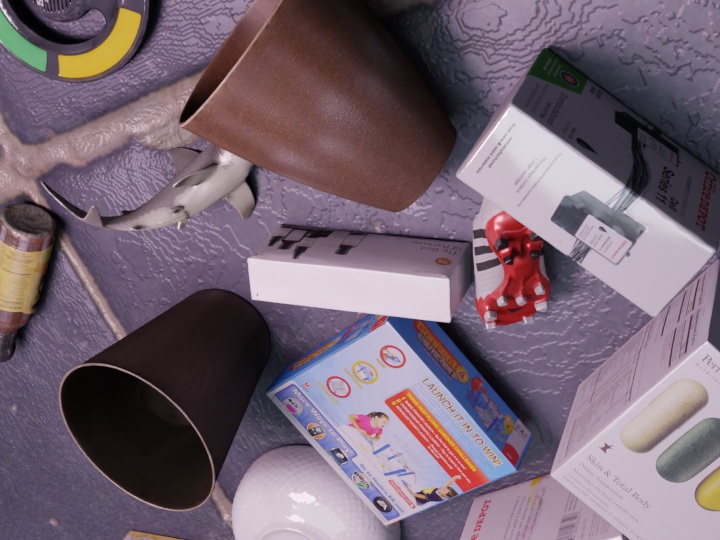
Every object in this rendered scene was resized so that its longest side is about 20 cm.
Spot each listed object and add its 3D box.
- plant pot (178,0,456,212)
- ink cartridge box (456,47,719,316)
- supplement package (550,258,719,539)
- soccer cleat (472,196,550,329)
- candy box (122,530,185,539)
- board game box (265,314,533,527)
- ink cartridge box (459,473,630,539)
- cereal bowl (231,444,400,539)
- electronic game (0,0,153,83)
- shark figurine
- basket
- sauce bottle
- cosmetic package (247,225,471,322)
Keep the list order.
[{"bbox_3d":[-0.021,-0.144,1.002,0.200,0.187,0.187,34,126,-17],"label":"plant pot"},{"bbox_3d":[0.196,-0.075,0.957,0.200,0.147,0.083,36,124,-1],"label":"ink cartridge box"},{"bbox_3d":[0.299,0.130,1.026,0.152,0.151,0.200,39,124,-2],"label":"supplement package"},{"bbox_3d":[0.133,-0.017,1.051,0.069,0.085,0.200,-10,149,1],"label":"soccer cleat"},{"bbox_3d":[-0.200,0.395,1.429,0.200,0.056,0.117,4,118,18],"label":"candy box"},{"bbox_3d":[0.037,0.147,1.182,0.196,0.056,0.200,-32,102,40],"label":"board game box"},{"bbox_3d":[0.214,0.296,1.155,0.200,0.147,0.145,-24,107,31],"label":"ink cartridge box"},{"bbox_3d":[-0.059,0.300,1.304,0.200,0.083,0.200,9,121,16],"label":"cereal bowl"},{"bbox_3d":[-0.287,-0.274,1.099,0.200,0.042,0.200,10,121,17],"label":"electronic game"},{"bbox_3d":[-0.188,-0.087,1.131,0.090,0.214,0.128,55,166,31],"label":"shark figurine"},{"bbox_3d":[-0.181,0.113,1.177,0.180,0.200,0.136,46,123,-8],"label":"basket"},{"bbox_3d":[-0.387,0.018,1.289,0.065,0.065,0.200,30,125,4],"label":"sauce bottle"},{"bbox_3d":[0.000,0.000,1.114,0.200,0.083,0.051,6,120,18],"label":"cosmetic package"}]
